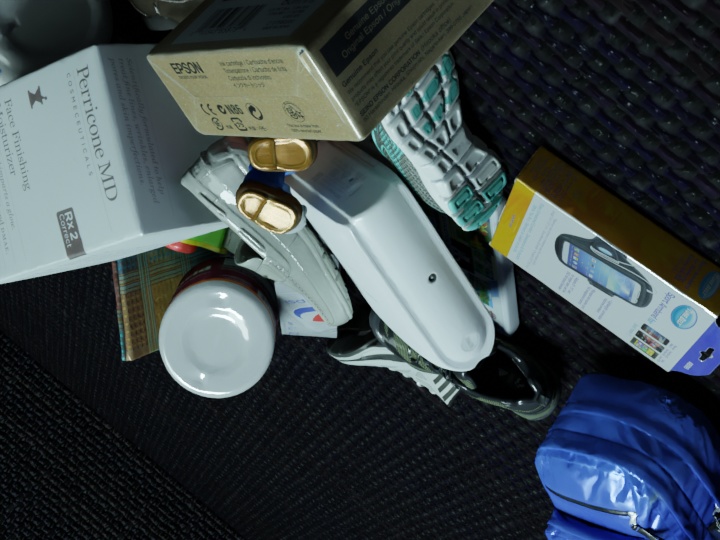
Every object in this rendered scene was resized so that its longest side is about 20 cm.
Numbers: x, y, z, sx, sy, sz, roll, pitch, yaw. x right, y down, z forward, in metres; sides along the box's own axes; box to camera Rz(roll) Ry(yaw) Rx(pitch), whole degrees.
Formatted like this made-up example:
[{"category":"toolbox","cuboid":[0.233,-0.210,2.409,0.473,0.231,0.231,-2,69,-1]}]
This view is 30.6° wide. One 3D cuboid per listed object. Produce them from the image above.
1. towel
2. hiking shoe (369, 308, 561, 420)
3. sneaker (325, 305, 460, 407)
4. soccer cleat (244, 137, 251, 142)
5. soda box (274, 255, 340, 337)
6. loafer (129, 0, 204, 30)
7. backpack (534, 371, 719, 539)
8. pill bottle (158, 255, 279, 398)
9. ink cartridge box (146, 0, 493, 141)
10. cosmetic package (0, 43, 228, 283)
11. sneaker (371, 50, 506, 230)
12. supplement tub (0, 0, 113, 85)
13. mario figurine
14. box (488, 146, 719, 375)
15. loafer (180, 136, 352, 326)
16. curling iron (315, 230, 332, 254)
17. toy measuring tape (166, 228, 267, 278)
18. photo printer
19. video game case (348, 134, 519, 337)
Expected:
[{"category":"towel","cuboid":[-0.207,0.007,1.430,0.021,0.199,0.149,-1,99,25]},{"category":"hiking shoe","cuboid":[0.096,0.072,1.226,0.198,0.077,0.101,24,176,14]},{"category":"sneaker","cuboid":[0.046,0.101,1.391,0.116,0.076,0.200,50,155,-19]},{"category":"soccer cleat","cuboid":[-0.094,-0.128,1.148,0.201,0.077,0.069,56,164,-18]},{"category":"soda box","cuboid":[-0.051,0.011,1.332,0.062,0.069,0.200,4,162,0]},{"category":"loafer","cuboid":[-0.144,-0.234,1.051,0.071,0.073,0.199,48,158,-27]},{"category":"backpack","cuboid":[0.245,0.198,1.133,0.161,0.168,0.201,5,137,45]},{"category":"pill bottle","cuboid":[-0.141,0.049,1.345,0.114,0.114,0.200,43,-174,-9]},{"category":"ink cartridge box","cuboid":[-0.024,-0.166,0.860,0.199,0.165,0.075,8,142,52]},{"category":"cosmetic package","cuboid":[-0.228,-0.097,1.178,0.198,0.164,0.168,-15,90,35]},{"category":"sneaker","cuboid":[0.035,-0.113,0.998,0.091,0.078,0.201,24,152,44]},{"category":"supplement tub","cuboid":[-0.324,-0.223,1.300,0.132,0.132,0.200,43,159,-11]},{"category":"mario figurine","cuboid":[-0.043,-0.111,1.031,0.106,0.123,0.201,46,-158,-23]},{"category":"box","cuboid":[0.196,0.000,0.995,0.199,0.042,0.119,34,158,9]},{"category":"loafer","cuboid":[-0.077,-0.025,1.131,0.201,0.069,0.070,54,-174,-23]},{"category":"curling iron","cuboid":[0.000,0.000,1.254,0.025,0.050,0.201,19,158,29]},{"category":"toy measuring tape","cuboid":[-0.161,-0.041,1.332,0.199,0.073,0.074,34,162,48]},{"category":"photo printer","cuboid":[0.028,-0.009,1.113,0.201,0.069,0.166,54,172,-32]},{"category":"video game case","cuboid":[0.058,-0.038,1.174,0.181,0.022,0.201,30,156,26]}]
